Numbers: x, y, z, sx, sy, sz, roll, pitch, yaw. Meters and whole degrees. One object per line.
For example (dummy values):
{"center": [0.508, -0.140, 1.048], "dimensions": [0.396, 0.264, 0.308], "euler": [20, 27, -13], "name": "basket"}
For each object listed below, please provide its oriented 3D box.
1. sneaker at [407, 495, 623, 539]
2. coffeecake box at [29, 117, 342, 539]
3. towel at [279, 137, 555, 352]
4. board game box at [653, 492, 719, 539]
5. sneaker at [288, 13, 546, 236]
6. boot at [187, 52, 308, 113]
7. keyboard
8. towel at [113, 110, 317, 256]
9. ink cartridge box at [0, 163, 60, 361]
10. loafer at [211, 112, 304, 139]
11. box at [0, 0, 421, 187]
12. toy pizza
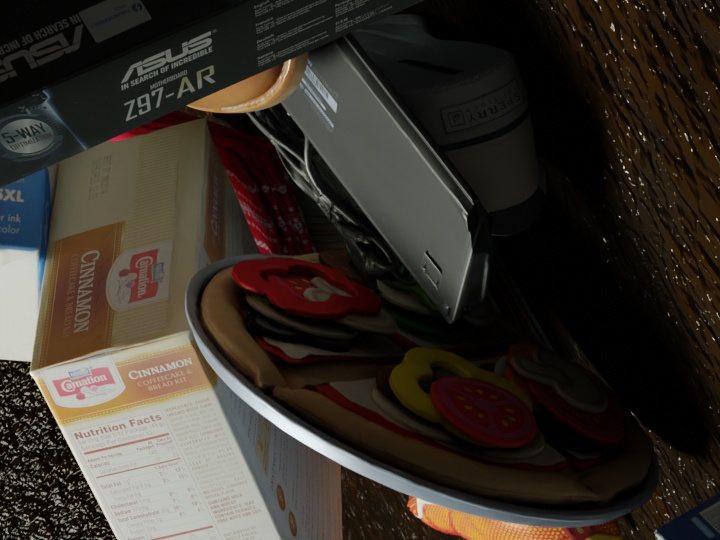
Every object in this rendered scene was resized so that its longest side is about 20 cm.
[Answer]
{"center": [0.074, 0.122, 1.145], "dimensions": [0.077, 0.073, 0.200], "euler": [53, 175, -5], "name": "sneaker"}
{"center": [-0.070, 0.061, 1.020], "dimensions": [0.154, 0.073, 0.200], "euler": [-91, -16, -53], "name": "coffeecake box"}
{"center": [0.000, 0.000, 1.077], "dimensions": [0.200, 0.022, 0.147], "euler": [2, 127, 53], "name": "towel"}
{"center": [0.180, 0.180, 0.811], "dimensions": [0.136, 0.034, 0.200], "euler": [67, 170, -29], "name": "board game box"}
{"center": [0.013, -0.056, 0.921], "dimensions": [0.200, 0.073, 0.071], "euler": [-143, 36, -68], "name": "sneaker"}
{"center": [-0.128, -0.093, 0.815], "dimensions": [0.200, 0.155, 0.077], "euler": [27, 119, 41], "name": "boot"}
{"center": [-0.014, -0.063, 0.862], "dimensions": [0.200, 0.021, 0.127], "euler": [54, 159, 21], "name": "keyboard"}
{"center": [-0.065, 0.001, 1.131], "dimensions": [0.144, 0.022, 0.200], "euler": [21, 142, 44], "name": "towel"}
{"center": [-0.167, -0.074, 1.046], "dimensions": [0.116, 0.067, 0.201], "euler": [104, 169, -63], "name": "ink cartridge box"}
{"center": [-0.023, -0.071, 1.134], "dimensions": [0.200, 0.063, 0.072], "euler": [53, -156, -32], "name": "loafer"}
{"center": [-0.075, -0.132, 0.776], "dimensions": [0.161, 0.199, 0.044], "euler": [58, 165, 27], "name": "box"}
{"center": [0.028, 0.035, 0.906], "dimensions": [0.200, 0.199, 0.032], "euler": [50, 123, 54], "name": "toy pizza"}
